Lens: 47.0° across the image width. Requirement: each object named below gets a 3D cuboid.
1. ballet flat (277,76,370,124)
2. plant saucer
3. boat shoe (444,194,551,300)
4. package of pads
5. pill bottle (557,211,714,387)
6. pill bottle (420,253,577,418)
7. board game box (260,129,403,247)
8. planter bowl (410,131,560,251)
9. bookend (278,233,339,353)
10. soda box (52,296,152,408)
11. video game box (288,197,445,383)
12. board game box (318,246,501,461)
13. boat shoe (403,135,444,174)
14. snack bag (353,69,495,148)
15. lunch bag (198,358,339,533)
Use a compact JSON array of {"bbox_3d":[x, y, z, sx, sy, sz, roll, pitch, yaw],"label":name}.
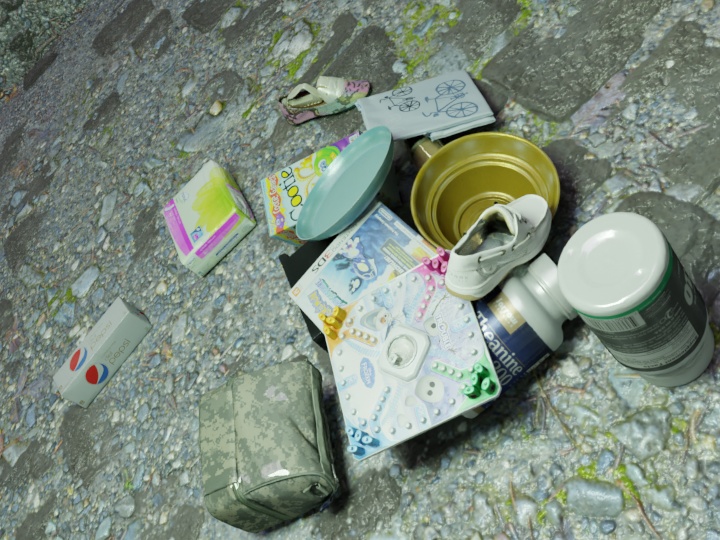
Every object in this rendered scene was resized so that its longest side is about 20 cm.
[{"bbox_3d":[-0.077,-0.325,1.543,0.198,0.071,0.070,-9,54,36],"label":"ballet flat"},{"bbox_3d":[-0.018,-0.119,1.178,0.200,0.027,0.201,-41,25,23],"label":"plant saucer"},{"bbox_3d":[0.170,-0.045,0.982,0.070,0.070,0.200,21,45,30],"label":"boat shoe"},{"bbox_3d":[-0.289,-0.106,1.571,0.154,0.068,0.201,-43,42,8],"label":"package of pads"},{"bbox_3d":[0.293,0.038,0.863,0.112,0.200,0.114,-22,49,27],"label":"pill bottle"},{"bbox_3d":[0.174,0.076,1.006,0.200,0.111,0.111,-42,42,9],"label":"pill bottle"},{"bbox_3d":[-0.048,-0.124,1.331,0.198,0.104,0.105,-22,68,28],"label":"board game box"},{"bbox_3d":[0.172,-0.082,1.124,0.197,0.084,0.203,-8,59,13],"label":"planter bowl"},{"bbox_3d":[0.000,0.000,1.227,0.198,0.092,0.201,-40,41,9],"label":"bookend"},{"bbox_3d":[-0.485,0.154,1.557,0.201,0.064,0.068,-51,42,-1],"label":"soda box"},{"bbox_3d":[0.021,0.025,1.091,0.183,0.047,0.200,-50,51,3],"label":"video game box"},{"bbox_3d":[0.049,0.096,0.991,0.198,0.026,0.202,-29,54,19],"label":"board game box"},{"bbox_3d":[0.105,-0.171,1.270,0.072,0.076,0.201,-41,42,9],"label":"boat shoe"},{"bbox_3d":[0.095,-0.250,1.297,0.197,0.022,0.190,-15,35,1],"label":"snack bag"},{"bbox_3d":[-0.116,0.235,1.121,0.166,0.139,0.202,-30,46,22],"label":"lunch bag"}]
